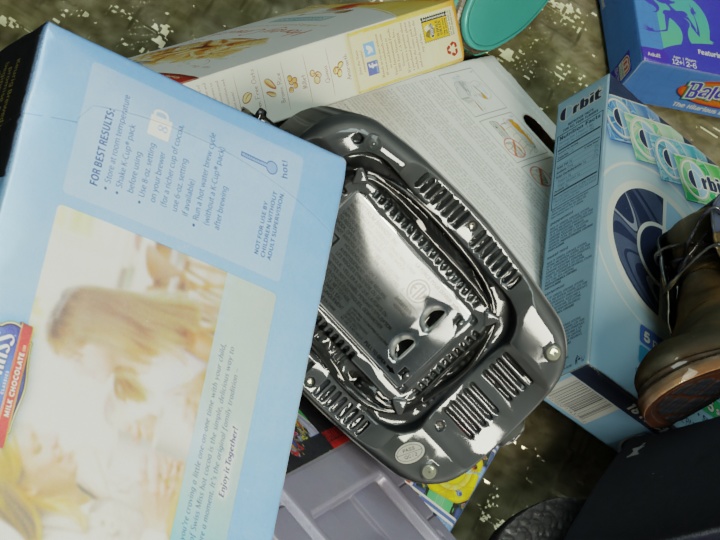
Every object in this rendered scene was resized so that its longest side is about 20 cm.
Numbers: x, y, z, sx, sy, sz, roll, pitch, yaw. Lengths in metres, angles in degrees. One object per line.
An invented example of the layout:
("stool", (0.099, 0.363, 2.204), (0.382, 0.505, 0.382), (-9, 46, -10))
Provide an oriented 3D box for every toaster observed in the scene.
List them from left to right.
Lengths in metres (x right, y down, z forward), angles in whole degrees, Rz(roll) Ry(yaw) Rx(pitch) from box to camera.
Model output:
("toaster", (0.000, 0.000, 0.919), (0.114, 0.129, 0.200), (-44, 103, 0))

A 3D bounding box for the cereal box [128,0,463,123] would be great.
("cereal box", (-0.065, -0.101, 1.019), (0.199, 0.143, 0.040), (-21, 107, -34))

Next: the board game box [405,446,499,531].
("board game box", (-0.016, 0.101, 0.984), (0.135, 0.034, 0.200), (37, 52, -1))

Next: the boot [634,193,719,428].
("boot", (0.168, 0.017, 0.989), (0.097, 0.075, 0.200), (58, 29, 11))

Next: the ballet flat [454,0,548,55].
("ballet flat", (0.103, -0.209, 1.203), (0.070, 0.068, 0.200), (26, 64, 39))

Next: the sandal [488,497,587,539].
("sandal", (0.127, 0.151, 1.014), (0.199, 0.045, 0.076), (-8, 72, -49))

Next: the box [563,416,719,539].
("box", (0.214, 0.171, 0.943), (0.200, 0.148, 0.104), (53, 47, -13))

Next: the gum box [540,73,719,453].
("gum box", (0.171, 0.018, 1.073), (0.169, 0.044, 0.201), (34, 46, -29))

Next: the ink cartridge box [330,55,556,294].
("ink cartridge box", (0.062, -0.040, 1.098), (0.162, 0.050, 0.200), (50, 32, 14))

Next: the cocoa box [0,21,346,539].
("cocoa box", (-0.106, 0.039, 0.691), (0.133, 0.131, 0.202), (23, 67, -30))

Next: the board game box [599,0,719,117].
("board game box", (0.225, -0.192, 1.264), (0.151, 0.045, 0.201), (8, 58, -21))

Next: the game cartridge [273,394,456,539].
("game cartridge", (-0.024, 0.098, 0.865), (0.130, 0.038, 0.200), (53, 13, 6))
